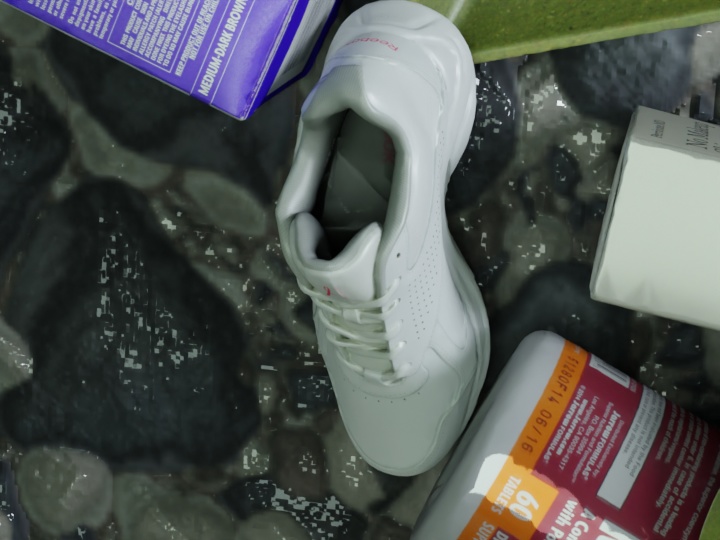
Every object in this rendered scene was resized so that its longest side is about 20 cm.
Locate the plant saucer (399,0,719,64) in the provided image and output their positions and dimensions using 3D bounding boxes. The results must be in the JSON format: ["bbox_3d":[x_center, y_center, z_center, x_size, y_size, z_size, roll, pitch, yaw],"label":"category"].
[{"bbox_3d":[0.088,-0.183,0.706,0.199,0.048,0.200,-7,126,24],"label":"plant saucer"}]

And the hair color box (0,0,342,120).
[{"bbox_3d":[-0.110,-0.136,0.761,0.199,0.109,0.065,28,108,4],"label":"hair color box"}]

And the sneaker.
[{"bbox_3d":[0.000,0.000,0.768,0.077,0.099,0.201,4,114,23],"label":"sneaker"}]

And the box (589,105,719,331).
[{"bbox_3d":[0.194,-0.005,0.751,0.199,0.082,0.069,14,106,6],"label":"box"}]

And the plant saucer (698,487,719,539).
[{"bbox_3d":[0.221,0.125,0.704,0.199,0.031,0.201,-1,100,-3],"label":"plant saucer"}]

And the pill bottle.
[{"bbox_3d":[0.129,0.118,0.776,0.199,0.110,0.110,31,106,3],"label":"pill bottle"}]
